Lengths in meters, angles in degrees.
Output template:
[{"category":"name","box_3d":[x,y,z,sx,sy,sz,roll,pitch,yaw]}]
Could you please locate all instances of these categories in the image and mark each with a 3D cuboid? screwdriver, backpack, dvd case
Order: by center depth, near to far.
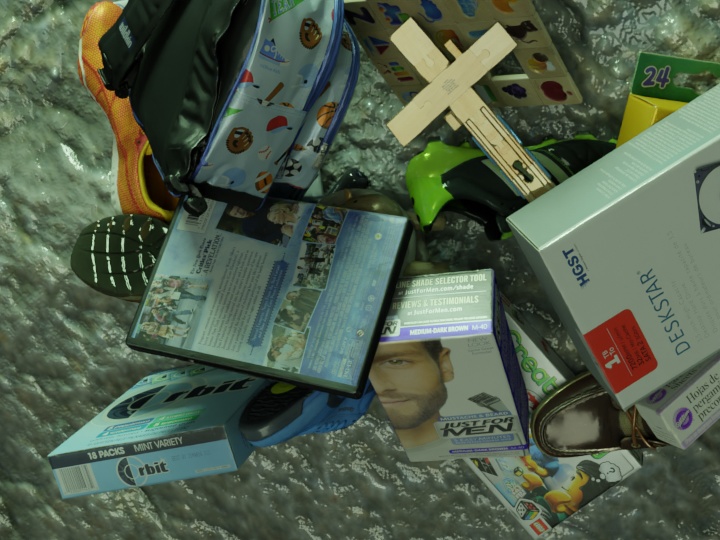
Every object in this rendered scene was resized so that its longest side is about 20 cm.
[{"category":"backpack","box_3d":[-0.087,-0.161,0.828,0.200,0.153,0.191,53,129,40]},{"category":"dvd case","box_3d":[-0.071,0.012,0.838,0.199,0.018,0.143,10,70,21]},{"category":"screwdriver","box_3d":[-0.051,-0.010,1.009,0.029,0.028,0.201,46,117,30]}]

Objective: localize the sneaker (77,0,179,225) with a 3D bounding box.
[{"category":"sneaker","box_3d":[-0.187,-0.135,0.945,0.077,0.073,0.201,-10,98,42]}]

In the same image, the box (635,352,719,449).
[{"category":"box","box_3d":[0.308,0.061,0.869,0.200,0.041,0.039,-39,104,-9]}]

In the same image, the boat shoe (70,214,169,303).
[{"category":"boat shoe","box_3d":[-0.150,0.007,0.921,0.199,0.074,0.076,11,68,23]}]

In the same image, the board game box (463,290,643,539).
[{"category":"board game box","box_3d":[0.143,0.133,0.993,0.126,0.035,0.200,-41,93,21]}]

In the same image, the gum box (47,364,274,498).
[{"category":"gum box","box_3d":[-0.154,0.131,0.985,0.169,0.200,0.045,-13,102,18]}]

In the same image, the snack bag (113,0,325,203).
[{"category":"snack bag","box_3d":[-0.132,-0.151,0.990,0.187,0.021,0.201,-2,106,15]}]

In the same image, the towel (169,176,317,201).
[{"category":"towel","box_3d":[-0.128,-0.046,0.989,0.112,0.049,0.200,39,118,10]}]

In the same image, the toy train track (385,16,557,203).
[{"category":"toy train track","box_3d":[0.098,-0.111,0.839,0.115,0.033,0.200,-40,94,18]}]

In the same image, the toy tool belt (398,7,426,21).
[{"category":"toy tool belt","box_3d":[0.054,-0.260,0.850,0.199,0.123,0.126,12,109,12]}]

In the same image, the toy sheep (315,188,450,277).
[{"category":"toy sheep","box_3d":[0.000,0.000,0.935,0.137,0.138,0.200,25,148,7]}]

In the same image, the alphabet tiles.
[{"category":"alphabet tiles","box_3d":[0.060,-0.190,0.837,0.166,0.008,0.200,4,150,37]}]

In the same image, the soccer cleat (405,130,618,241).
[{"category":"soccer cleat","box_3d":[0.135,-0.066,0.887,0.199,0.068,0.082,-4,74,-10]}]

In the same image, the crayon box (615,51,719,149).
[{"category":"crayon box","box_3d":[0.261,-0.062,0.867,0.125,0.052,0.201,4,109,-14]}]

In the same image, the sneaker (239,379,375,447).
[{"category":"sneaker","box_3d":[-0.030,0.116,0.947,0.066,0.200,0.079,-8,105,31]}]

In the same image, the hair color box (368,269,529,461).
[{"category":"hair color box","box_3d":[0.071,0.084,0.887,0.109,0.065,0.200,-6,142,15]}]

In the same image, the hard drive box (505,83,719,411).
[{"category":"hard drive box","box_3d":[0.234,-0.019,0.808,0.199,0.077,0.156,-33,114,2]}]

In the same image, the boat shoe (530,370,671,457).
[{"category":"boat shoe","box_3d":[0.241,0.114,0.918,0.199,0.072,0.073,-14,94,5]}]
